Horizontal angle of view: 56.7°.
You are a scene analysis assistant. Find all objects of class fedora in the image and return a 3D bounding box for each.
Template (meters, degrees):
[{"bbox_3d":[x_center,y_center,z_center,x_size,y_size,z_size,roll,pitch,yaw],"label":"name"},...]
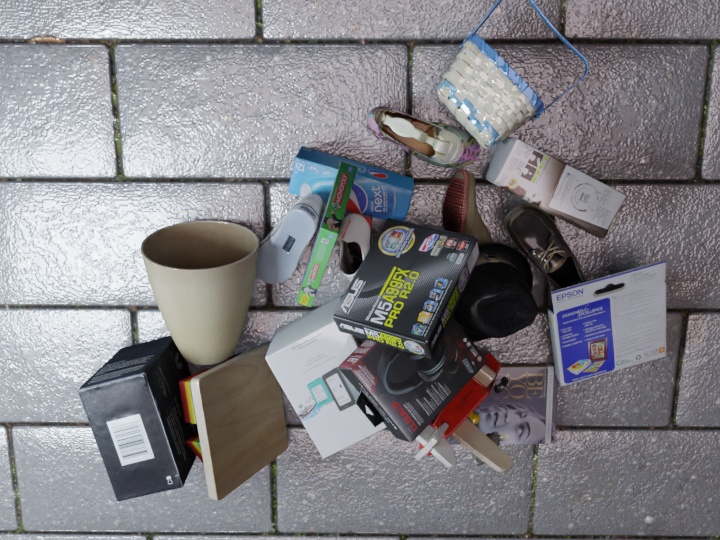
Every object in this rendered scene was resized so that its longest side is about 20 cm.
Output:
[{"bbox_3d":[0.220,0.054,1.095,0.198,0.092,0.204,-11,118,-20],"label":"fedora"}]

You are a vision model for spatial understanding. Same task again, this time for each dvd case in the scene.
[{"bbox_3d":[0.257,0.244,1.213,0.196,0.016,0.151,-1,102,1],"label":"dvd case"}]

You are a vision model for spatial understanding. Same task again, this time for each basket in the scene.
[{"bbox_3d":[0.223,-0.304,1.026,0.200,0.139,0.177,-42,89,14],"label":"basket"}]

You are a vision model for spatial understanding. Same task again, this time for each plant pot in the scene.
[{"bbox_3d":[-0.257,0.046,1.106,0.184,0.188,0.203,2,118,0],"label":"plant pot"}]

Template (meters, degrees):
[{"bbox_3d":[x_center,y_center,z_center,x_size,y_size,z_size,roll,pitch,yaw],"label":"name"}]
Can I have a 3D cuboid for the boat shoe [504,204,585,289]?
[{"bbox_3d":[0.315,-0.031,1.100,0.074,0.074,0.200,-44,115,11],"label":"boat shoe"}]

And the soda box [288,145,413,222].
[{"bbox_3d":[-0.014,-0.140,1.098,0.197,0.068,0.065,15,116,-3],"label":"soda box"}]

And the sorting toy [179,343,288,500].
[{"bbox_3d":[-0.218,0.248,1.137,0.069,0.199,0.202,-2,100,29],"label":"sorting toy"}]

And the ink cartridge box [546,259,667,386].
[{"bbox_3d":[0.417,0.084,1.129,0.195,0.047,0.202,-15,117,1],"label":"ink cartridge box"}]

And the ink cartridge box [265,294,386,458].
[{"bbox_3d":[-0.045,0.176,1.134,0.145,0.147,0.202,-27,102,6],"label":"ink cartridge box"}]

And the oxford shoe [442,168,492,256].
[{"bbox_3d":[0.183,-0.071,1.125,0.074,0.070,0.203,-6,110,-17],"label":"oxford shoe"}]

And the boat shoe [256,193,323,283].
[{"bbox_3d":[-0.116,-0.060,1.113,0.074,0.087,0.202,33,136,-4],"label":"boat shoe"}]

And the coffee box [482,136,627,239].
[{"bbox_3d":[0.309,-0.136,1.079,0.198,0.113,0.081,26,102,-4],"label":"coffee box"}]

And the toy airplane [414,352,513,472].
[{"bbox_3d":[0.154,0.245,1.136,0.196,0.141,0.203,-2,69,-9],"label":"toy airplane"}]

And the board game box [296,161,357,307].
[{"bbox_3d":[-0.054,-0.052,1.039,0.029,0.136,0.201,18,143,-5],"label":"board game box"}]

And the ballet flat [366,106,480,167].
[{"bbox_3d":[0.103,-0.215,1.084,0.197,0.071,0.070,20,101,-4],"label":"ballet flat"}]

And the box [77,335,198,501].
[{"bbox_3d":[-0.355,0.240,1.123,0.116,0.200,0.200,-13,102,3],"label":"box"}]

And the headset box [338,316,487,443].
[{"bbox_3d":[0.074,0.152,1.034,0.200,0.077,0.149,-41,98,-18],"label":"headset box"}]

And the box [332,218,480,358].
[{"bbox_3d":[0.072,0.021,1.009,0.158,0.201,0.045,15,148,28],"label":"box"}]

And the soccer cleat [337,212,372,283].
[{"bbox_3d":[0.000,0.000,1.100,0.068,0.086,0.202,7,130,25],"label":"soccer cleat"}]
